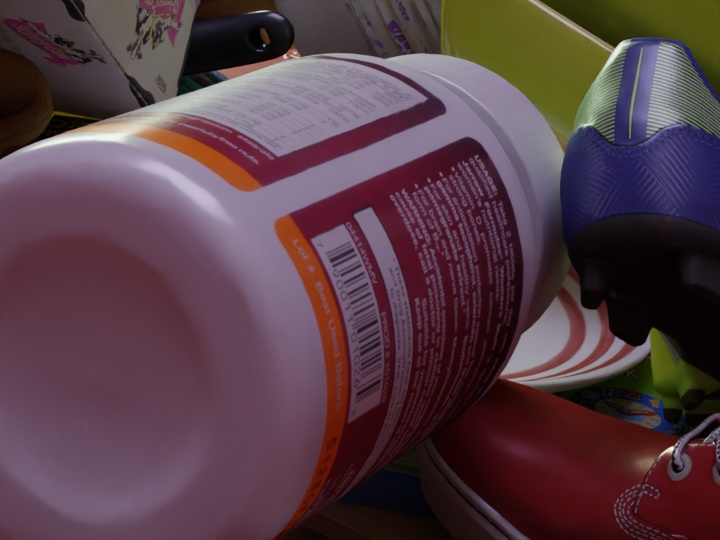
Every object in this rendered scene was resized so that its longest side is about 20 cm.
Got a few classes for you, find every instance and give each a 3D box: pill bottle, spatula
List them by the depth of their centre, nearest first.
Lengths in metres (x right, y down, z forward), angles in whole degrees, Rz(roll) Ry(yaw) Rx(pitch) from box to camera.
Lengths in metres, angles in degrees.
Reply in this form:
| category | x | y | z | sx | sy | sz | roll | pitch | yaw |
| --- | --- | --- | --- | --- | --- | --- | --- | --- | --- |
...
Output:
| category | x | y | z | sx | sy | sz | roll | pitch | yaw |
| --- | --- | --- | --- | --- | --- | --- | --- | --- | --- |
| pill bottle | -0.020 | 0.003 | 0.675 | 0.109 | 0.110 | 0.200 | 14 | 18 | 22 |
| spatula | -0.119 | -0.079 | 1.048 | 0.199 | 0.057 | 0.021 | -11 | 14 | 17 |

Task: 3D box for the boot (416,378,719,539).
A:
| category | x | y | z | sx | sy | sz | roll | pitch | yaw |
| --- | --- | --- | --- | --- | --- | --- | --- | --- | --- |
| boot | 0.112 | 0.043 | 0.697 | 0.199 | 0.145 | 0.072 | 25 | 37 | 21 |

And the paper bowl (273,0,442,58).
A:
| category | x | y | z | sx | sy | sz | roll | pitch | yaw |
| --- | --- | --- | --- | --- | --- | --- | --- | --- | --- |
| paper bowl | 0.027 | -0.133 | 1.130 | 0.104 | 0.201 | 0.201 | -25 | 14 | 18 |

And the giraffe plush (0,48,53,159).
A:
| category | x | y | z | sx | sy | sz | roll | pitch | yaw |
| --- | --- | --- | --- | --- | --- | --- | --- | --- | --- |
| giraffe plush | -0.182 | -0.007 | 0.810 | 0.161 | 0.173 | 0.200 | 13 | 37 | -10 |

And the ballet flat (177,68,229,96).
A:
| category | x | y | z | sx | sy | sz | roll | pitch | yaw |
| --- | --- | --- | --- | --- | --- | --- | --- | --- | --- |
| ballet flat | -0.100 | -0.068 | 1.098 | 0.199 | 0.075 | 0.074 | 21 | 27 | 32 |

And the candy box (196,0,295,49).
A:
| category | x | y | z | sx | sy | sz | roll | pitch | yaw |
| --- | --- | --- | --- | --- | --- | --- | --- | --- | --- |
| candy box | -0.099 | -0.139 | 1.143 | 0.115 | 0.056 | 0.200 | -7 | -12 | 17 |

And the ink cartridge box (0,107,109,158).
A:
| category | x | y | z | sx | sy | sz | roll | pitch | yaw |
| --- | --- | --- | --- | --- | --- | --- | --- | --- | --- |
| ink cartridge box | -0.184 | -0.032 | 0.960 | 0.199 | 0.084 | 0.176 | 6 | 22 | 1 |

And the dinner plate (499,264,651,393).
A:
| category | x | y | z | sx | sy | sz | roll | pitch | yaw |
| --- | --- | --- | --- | --- | --- | --- | --- | --- | --- |
| dinner plate | 0.000 | 0.000 | 0.859 | 0.199 | 0.024 | 0.200 | 14 | 22 | -6 |

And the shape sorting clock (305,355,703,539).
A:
| category | x | y | z | sx | sy | sz | roll | pitch | yaw |
| --- | --- | --- | --- | --- | --- | --- | --- | --- | --- |
| shape sorting clock | 0.044 | 0.060 | 0.831 | 0.199 | 0.039 | 0.200 | 12 | 24 | -5 |

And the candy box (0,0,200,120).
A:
| category | x | y | z | sx | sy | sz | roll | pitch | yaw |
| --- | --- | --- | --- | --- | --- | --- | --- | --- | --- |
| candy box | -0.166 | -0.121 | 0.868 | 0.199 | 0.072 | 0.168 | 11 | -13 | 11 |

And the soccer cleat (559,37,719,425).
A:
| category | x | y | z | sx | sy | sz | roll | pitch | yaw |
| --- | --- | --- | --- | --- | --- | --- | --- | --- | --- |
| soccer cleat | 0.109 | -0.005 | 0.773 | 0.064 | 0.084 | 0.200 | -2 | -19 | 20 |

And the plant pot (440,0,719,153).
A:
| category | x | y | z | sx | sy | sz | roll | pitch | yaw |
| --- | --- | --- | --- | --- | --- | --- | --- | --- | --- |
| plant pot | 0.138 | -0.085 | 0.927 | 0.199 | 0.182 | 0.200 | 34 | -10 | 9 |
